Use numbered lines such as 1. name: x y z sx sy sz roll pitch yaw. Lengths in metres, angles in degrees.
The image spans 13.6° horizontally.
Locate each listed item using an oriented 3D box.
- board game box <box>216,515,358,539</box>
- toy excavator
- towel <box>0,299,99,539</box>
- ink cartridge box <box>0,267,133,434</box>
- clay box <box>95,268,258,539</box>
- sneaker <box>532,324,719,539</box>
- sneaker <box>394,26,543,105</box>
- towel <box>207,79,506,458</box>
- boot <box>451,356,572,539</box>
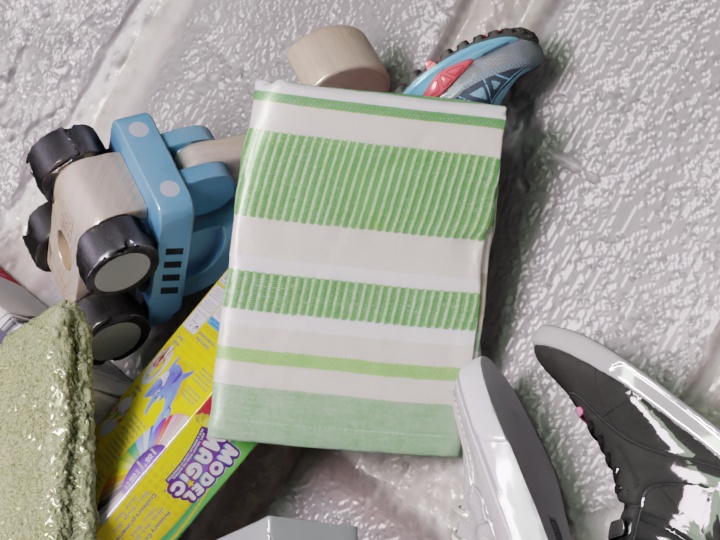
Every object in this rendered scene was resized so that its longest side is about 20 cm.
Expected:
1. board game box: -0.078 0.232 1.674 0.200 0.064 0.149 -27 59 51
2. toy excavator: -0.090 -0.056 1.801 0.100 0.199 0.195 60 154 31
3. towel: -0.203 0.126 1.716 0.148 0.036 0.201 -28 53 41
4. ink cartridge box: -0.237 0.088 1.856 0.200 0.084 0.145 38 98 37
5. clay box: -0.106 0.094 1.738 0.200 0.048 0.115 -51 21 -2
6. sneaker: 0.144 0.111 1.596 0.200 0.071 0.099 38 92 32
7. sneaker: 0.043 -0.052 1.733 0.200 0.079 0.096 -45 81 8
8. towel: 0.000 0.000 1.678 0.023 0.151 0.201 -149 66 -79
9. boot: 0.063 0.151 1.636 0.095 0.074 0.201 -27 62 17
